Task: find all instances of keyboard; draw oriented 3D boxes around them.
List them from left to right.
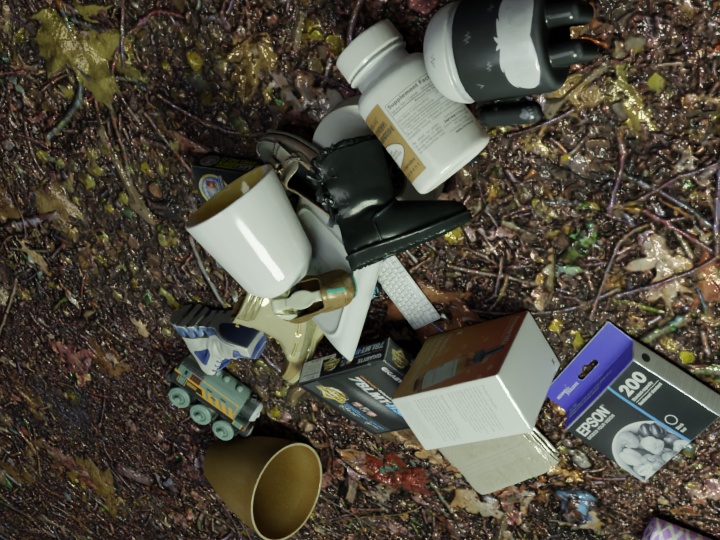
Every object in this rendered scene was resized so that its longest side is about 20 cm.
[{"bbox_3d":[0.047,0.006,1.462,0.056,0.011,0.201,-24,110,41],"label":"keyboard"}]

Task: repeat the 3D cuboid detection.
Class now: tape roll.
[{"bbox_3d":[0.025,-0.149,1.334,0.200,0.037,0.205,17,131,20],"label":"tape roll"}]

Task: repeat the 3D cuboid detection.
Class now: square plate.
[{"bbox_3d":[-0.054,0.001,1.390,0.198,0.028,0.202,46,134,35],"label":"square plate"}]

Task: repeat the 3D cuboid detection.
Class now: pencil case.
[{"bbox_3d":[0.534,0.462,1.481,0.198,0.085,0.086,26,157,14],"label":"pencil case"}]

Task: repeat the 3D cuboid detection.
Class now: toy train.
[{"bbox_3d":[-0.278,0.235,1.796,0.199,0.085,0.114,36,126,1],"label":"toy train"}]

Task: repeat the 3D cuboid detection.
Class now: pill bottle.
[{"bbox_3d":[0.062,-0.208,1.197,0.201,0.114,0.114,53,134,3],"label":"pill bottle"}]

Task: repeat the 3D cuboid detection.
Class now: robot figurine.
[{"bbox_3d":[0.170,-0.262,1.098,0.198,0.152,0.125,-3,150,32],"label":"robot figurine"}]

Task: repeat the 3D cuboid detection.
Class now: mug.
[{"bbox_3d":[-0.141,-0.055,1.363,0.148,0.187,0.154,-26,110,28],"label":"mug"}]

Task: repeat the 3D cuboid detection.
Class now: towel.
[{"bbox_3d":[0.225,0.297,1.569,0.133,0.035,0.199,48,135,-8],"label":"towel"}]

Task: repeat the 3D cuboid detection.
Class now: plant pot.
[{"bbox_3d":[-0.208,0.396,1.826,0.198,0.186,0.188,13,132,39],"label":"plant pot"}]

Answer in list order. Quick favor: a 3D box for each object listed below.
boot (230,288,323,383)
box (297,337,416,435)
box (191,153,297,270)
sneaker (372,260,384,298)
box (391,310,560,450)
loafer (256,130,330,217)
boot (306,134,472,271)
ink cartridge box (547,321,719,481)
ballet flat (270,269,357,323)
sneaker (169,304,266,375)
[{"bbox_3d":[-0.143,0.098,1.568,0.153,0.073,0.201,15,133,-14],"label":"boot"},{"bbox_3d":[0.033,0.196,1.549,0.197,0.050,0.200,-17,136,40],"label":"box"},{"bbox_3d":[-0.172,-0.081,1.502,0.158,0.044,0.202,10,129,23],"label":"box"},{"bbox_3d":[0.000,0.000,1.436,0.089,0.079,0.200,15,148,-23],"label":"sneaker"},{"bbox_3d":[0.172,0.165,1.411,0.198,0.153,0.107,-20,113,39],"label":"box"},{"bbox_3d":[-0.076,-0.132,1.336,0.199,0.063,0.072,32,140,20],"label":"loafer"},{"bbox_3d":[0.036,-0.105,1.266,0.073,0.196,0.165,128,121,-80],"label":"boot"},{"bbox_3d":[0.389,0.196,1.382,0.199,0.043,0.199,34,135,5],"label":"ink cartridge box"},{"bbox_3d":[-0.084,0.042,1.359,0.199,0.072,0.069,-14,90,54],"label":"ballet flat"},{"bbox_3d":[-0.244,0.133,1.701,0.197,0.081,0.116,12,134,32],"label":"sneaker"}]
